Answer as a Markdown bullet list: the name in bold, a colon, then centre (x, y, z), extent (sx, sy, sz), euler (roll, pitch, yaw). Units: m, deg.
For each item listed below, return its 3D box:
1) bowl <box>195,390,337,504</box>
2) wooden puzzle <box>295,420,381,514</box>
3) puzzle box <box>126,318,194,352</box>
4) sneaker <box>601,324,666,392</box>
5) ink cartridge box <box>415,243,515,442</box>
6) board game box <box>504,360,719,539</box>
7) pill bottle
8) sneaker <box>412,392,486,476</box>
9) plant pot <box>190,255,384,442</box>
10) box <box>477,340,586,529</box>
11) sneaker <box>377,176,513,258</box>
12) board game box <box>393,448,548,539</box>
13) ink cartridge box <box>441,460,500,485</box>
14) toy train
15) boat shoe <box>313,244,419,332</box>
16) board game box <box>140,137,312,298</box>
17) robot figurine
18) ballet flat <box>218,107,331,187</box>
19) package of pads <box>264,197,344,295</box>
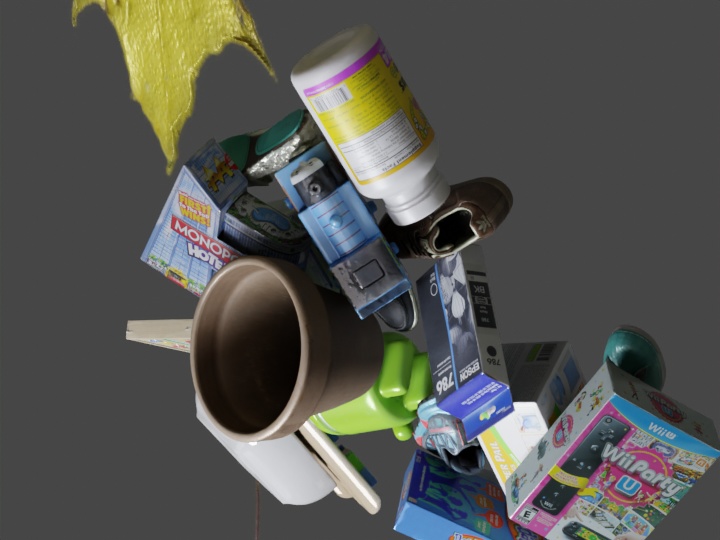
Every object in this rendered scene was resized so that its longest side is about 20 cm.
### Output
- **bowl**: centre (-0.138, 0.230, 1.808), extent (0.199, 0.075, 0.200), euler (30, 161, 51)
- **wooden puzzle**: centre (-0.046, 0.239, 1.811), extent (0.186, 0.046, 0.200), euler (49, 167, -5)
- **puzzle box**: centre (-0.191, 0.093, 1.745), extent (0.132, 0.026, 0.199), euler (-3, 167, 39)
- **sneaker**: centre (0.294, 0.155, 1.495), extent (0.070, 0.080, 0.202), euler (16, 133, 24)
- **ink cartridge box**: centre (0.115, 0.081, 1.496), extent (0.039, 0.203, 0.099), euler (6, 149, -30)
- **board game box**: centre (0.273, 0.217, 1.459), extent (0.146, 0.065, 0.201), euler (28, 116, -13)
- **pill bottle**: centre (0.017, -0.150, 1.414), extent (0.103, 0.104, 0.201), euler (-13, 118, 42)
- **sneaker**: centre (0.112, 0.212, 1.624), extent (0.200, 0.078, 0.096), euler (69, 177, -68)
- **plant pot**: centre (-0.067, 0.090, 1.508), extent (0.198, 0.173, 0.204), euler (-6, 82, 44)
- **box**: centre (0.216, 0.197, 1.567), extent (0.100, 0.113, 0.202), euler (-5, 124, 37)
- **sneaker**: centre (0.077, -0.048, 1.481), extent (0.199, 0.076, 0.071), euler (-23, 111, 45)
- **board game box**: centre (0.144, 0.305, 1.630), extent (0.198, 0.152, 0.045), euler (24, 108, -1)
- **ink cartridge box**: centre (0.153, 0.350, 1.798), extent (0.108, 0.050, 0.202), euler (7, 131, 30)
- **toy train**: centre (-0.018, -0.046, 1.463), extent (0.086, 0.114, 0.202), euler (-31, 98, 2)
- **boat shoe**: centre (0.000, 0.000, 1.592), extent (0.074, 0.062, 0.201), euler (-15, 117, 41)
- **board game box**: centre (-0.157, -0.044, 1.561), extent (0.198, 0.062, 0.201), euler (31, 141, 13)
- **robot figurine**: centre (0.004, 0.142, 1.672), extent (0.198, 0.117, 0.174), euler (-15, 147, 43)
- **ballet flat**: centre (-0.109, -0.129, 1.558), extent (0.198, 0.072, 0.072), euler (-16, 116, 44)
- **package of pads**: centre (-0.113, -0.003, 1.667), extent (0.198, 0.068, 0.156), euler (-8, 121, 44)
